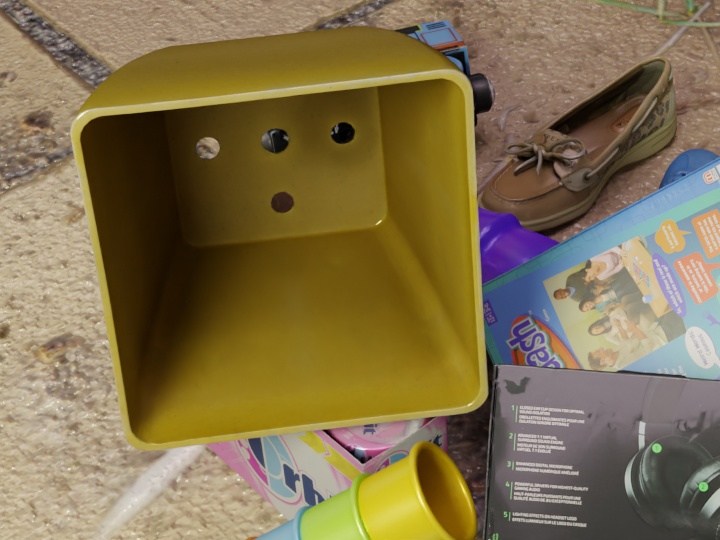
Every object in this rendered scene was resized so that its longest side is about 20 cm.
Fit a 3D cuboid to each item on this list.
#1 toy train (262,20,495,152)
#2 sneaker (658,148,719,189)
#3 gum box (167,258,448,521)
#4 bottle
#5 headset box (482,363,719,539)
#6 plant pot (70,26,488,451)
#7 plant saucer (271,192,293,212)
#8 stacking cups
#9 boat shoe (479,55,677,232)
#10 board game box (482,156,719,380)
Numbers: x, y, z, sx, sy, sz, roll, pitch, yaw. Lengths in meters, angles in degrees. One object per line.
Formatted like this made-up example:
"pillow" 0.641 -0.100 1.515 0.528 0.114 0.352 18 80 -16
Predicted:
"toy train" 0.002 -0.129 1.264 0.199 0.087 0.114 -14 32 -7
"sneaker" 0.236 -0.037 1.133 0.066 0.079 0.200 5 40 15
"gum box" -0.035 0.089 0.984 0.066 0.114 0.200 -31 47 -27
"bottle" 0.120 0.017 1.057 0.200 0.065 0.083 36 21 23
"headset box" 0.147 0.147 0.840 0.173 0.093 0.201 3 73 5
"plant pot" -0.043 -0.040 0.913 0.199 0.201 0.177 -6 28 -2
"plant saucer" 0.000 0.000 1.107 0.200 0.037 0.201 14 37 -11
"stacking cups" -0.032 0.162 0.884 0.200 0.060 0.061 -31 33 25
"boat shoe" 0.163 -0.096 1.219 0.073 0.063 0.200 30 52 33
"board game box" 0.179 0.038 0.955 0.200 0.045 0.153 -28 71 19
